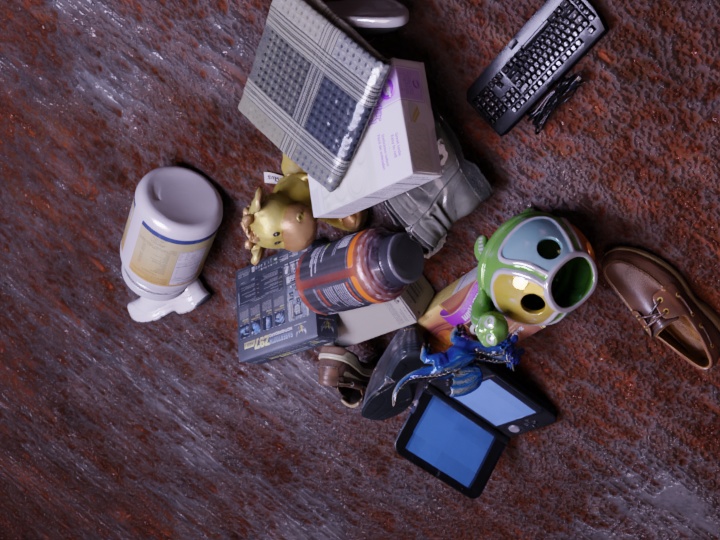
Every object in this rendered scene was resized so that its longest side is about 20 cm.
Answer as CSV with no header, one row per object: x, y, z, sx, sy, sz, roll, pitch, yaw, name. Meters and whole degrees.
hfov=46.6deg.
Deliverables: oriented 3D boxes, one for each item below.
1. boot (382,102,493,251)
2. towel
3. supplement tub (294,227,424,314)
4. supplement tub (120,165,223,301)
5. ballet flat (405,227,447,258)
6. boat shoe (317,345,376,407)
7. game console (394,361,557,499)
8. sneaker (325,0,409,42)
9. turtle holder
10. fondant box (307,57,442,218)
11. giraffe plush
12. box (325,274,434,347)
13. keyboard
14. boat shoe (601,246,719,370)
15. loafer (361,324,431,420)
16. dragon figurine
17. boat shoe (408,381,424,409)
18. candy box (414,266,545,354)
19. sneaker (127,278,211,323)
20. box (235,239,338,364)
0.074,-0.131,1.095,0.130,0.068,0.201,-38,104,0,boot
-0.062,-0.232,1.056,0.200,0.034,0.194,43,128,22,towel
0.000,0.000,1.205,0.198,0.107,0.108,-14,116,48,supplement tub
-0.319,-0.057,1.388,0.143,0.145,0.201,35,135,2,supplement tub
0.076,-0.105,1.163,0.071,0.072,0.203,-2,122,32,ballet flat
-0.013,0.188,1.375,0.074,0.076,0.202,-2,156,34,boat shoe
0.181,0.249,1.295,0.199,0.120,0.170,35,138,-26,game console
-0.014,-0.289,1.075,0.197,0.071,0.101,8,127,35,sneaker
0.217,0.006,1.070,0.131,0.183,0.144,-150,50,-62,turtle holder
0.008,-0.163,1.070,0.198,0.058,0.147,-18,77,47,fondant box
-0.098,-0.093,1.209,0.197,0.163,0.175,-3,122,32,giraffe plush
0.015,0.059,1.316,0.198,0.082,0.069,-24,111,40,box
0.212,-0.234,0.998,0.104,0.040,0.200,42,135,-2,keyboard
0.393,0.049,1.083,0.199,0.068,0.072,41,135,-2,boat shoe
0.054,0.163,1.305,0.072,0.073,0.201,14,134,-20,loafer
0.136,0.137,1.184,0.099,0.198,0.060,37,152,58,dragon figurine
0.133,0.231,1.386,0.199,0.072,0.068,35,159,-11,boat shoe
0.176,0.068,1.240,0.117,0.057,0.199,45,136,-8,candy box
-0.362,0.040,1.554,0.198,0.074,0.088,-17,102,32,sneaker
-0.124,0.054,1.355,0.051,0.161,0.198,13,154,-43,box
